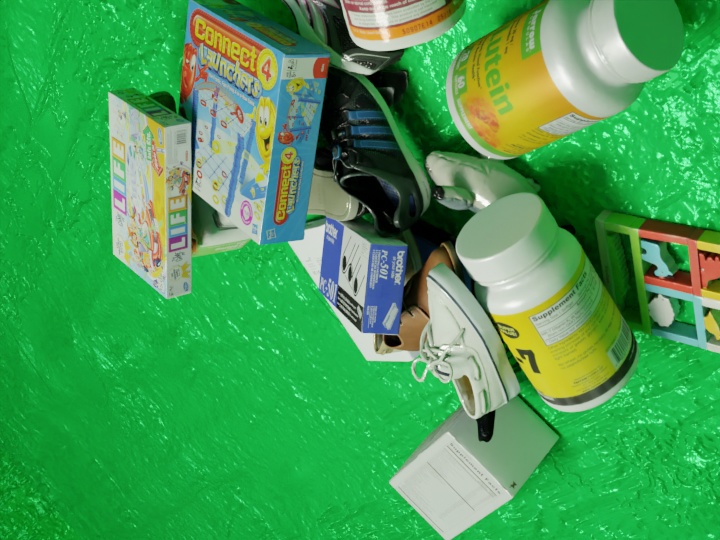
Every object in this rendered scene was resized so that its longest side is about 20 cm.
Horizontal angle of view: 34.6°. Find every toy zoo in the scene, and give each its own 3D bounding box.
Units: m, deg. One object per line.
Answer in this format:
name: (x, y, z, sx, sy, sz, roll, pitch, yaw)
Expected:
toy zoo: (0.321, 0.018, 1.095, 0.198, 0.020, 0.132, 15, 135, 40)

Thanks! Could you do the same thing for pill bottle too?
pill bottle: (0.180, 0.030, 1.120, 0.113, 0.115, 0.201, -2, 132, 49)
pill bottle: (0.020, -0.309, 1.017, 0.113, 0.114, 0.202, 14, 135, 39)
pill bottle: (0.173, -0.175, 0.984, 0.112, 0.111, 0.199, 54, 146, -11)

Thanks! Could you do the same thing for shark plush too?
shark plush: (0.156, -0.071, 1.185, 0.198, 0.092, 0.083, 24, 165, -1)

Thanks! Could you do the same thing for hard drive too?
hard drive: (-0.011, 0.026, 1.452, 0.201, 0.025, 0.132, 57, 156, -13)

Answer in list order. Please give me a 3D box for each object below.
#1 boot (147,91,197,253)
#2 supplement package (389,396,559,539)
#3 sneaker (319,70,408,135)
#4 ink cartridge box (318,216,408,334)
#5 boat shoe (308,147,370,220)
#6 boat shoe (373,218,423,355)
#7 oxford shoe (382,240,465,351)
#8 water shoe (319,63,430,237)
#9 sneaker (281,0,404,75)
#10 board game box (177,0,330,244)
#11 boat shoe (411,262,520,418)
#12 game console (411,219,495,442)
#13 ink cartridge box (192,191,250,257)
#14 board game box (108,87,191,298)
boot: (-0.229, -0.096, 1.372, 0.145, 0.070, 0.202, 56, 144, 27)
supplement package: (0.139, 0.238, 1.441, 0.114, 0.109, 0.200, 44, 147, 5)
sneaker: (-0.043, -0.203, 1.249, 0.198, 0.060, 0.105, 29, 141, 19)
ink cartridge box: (0.000, 0.000, 1.254, 0.200, 0.044, 0.096, -140, 55, -71)
boat shoe: (-0.030, -0.103, 1.322, 0.199, 0.065, 0.076, 21, 116, 61)
boat shoe: (0.035, 0.014, 1.330, 0.073, 0.062, 0.202, -121, 17, -46)
oxford shoe: (0.065, 0.038, 1.217, 0.201, 0.070, 0.072, 107, 148, -59)
water shoe: (-0.001, -0.127, 1.175, 0.071, 0.079, 0.201, -29, 104, 43)
sneaker: (-0.033, -0.281, 1.142, 0.199, 0.080, 0.086, 41, 136, 1)
board game box: (-0.119, -0.158, 1.194, 0.199, 0.055, 0.198, 36, 125, 45)
boat shoe: (0.090, 0.082, 1.143, 0.075, 0.086, 0.203, 46, 170, 43)
game console: (0.098, 0.067, 1.316, 0.115, 0.177, 0.202, 1, 132, 12)
ink cartridge box: (-0.158, -0.120, 1.387, 0.200, 0.083, 0.148, -32, 71, 56)
board game box: (-0.236, -0.088, 1.296, 0.134, 0.034, 0.203, 32, 128, 45)
